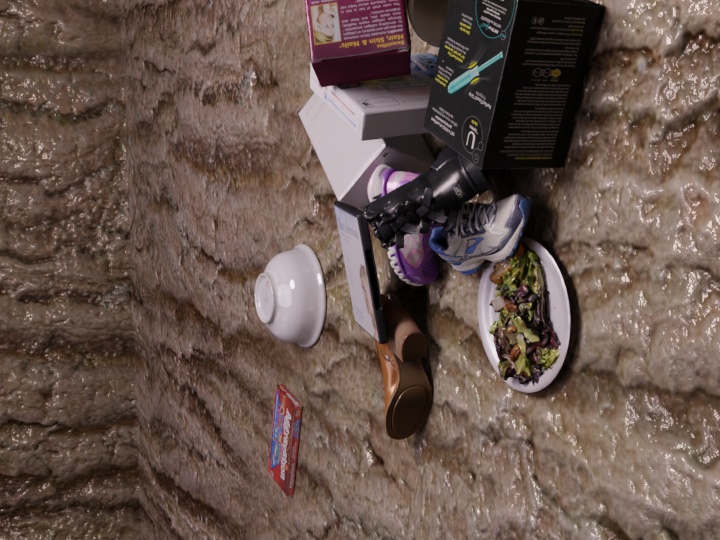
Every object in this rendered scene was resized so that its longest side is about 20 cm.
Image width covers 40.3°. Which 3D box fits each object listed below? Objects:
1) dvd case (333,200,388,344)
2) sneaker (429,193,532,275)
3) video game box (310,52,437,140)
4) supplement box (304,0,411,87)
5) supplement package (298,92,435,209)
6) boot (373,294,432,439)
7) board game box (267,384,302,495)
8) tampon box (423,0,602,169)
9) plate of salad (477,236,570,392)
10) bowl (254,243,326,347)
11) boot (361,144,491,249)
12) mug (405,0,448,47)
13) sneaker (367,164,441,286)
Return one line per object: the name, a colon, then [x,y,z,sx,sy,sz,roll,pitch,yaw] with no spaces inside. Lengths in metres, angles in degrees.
dvd case: [0.000,0.000,1.503,0.143,0.017,0.203,-144,42,-71]
sneaker: [0.150,-0.052,1.282,0.200,0.084,0.078,-40,26,60]
video game box: [0.052,-0.245,1.362,0.183,0.198,0.047,-126,35,-47]
supplement box: [-0.006,-0.356,1.275,0.103,0.129,0.203,60,-156,-81]
supplement package: [0.009,-0.200,1.504,0.120,0.120,0.201,-47,48,27]
boot: [0.049,0.148,1.551,0.155,0.076,0.203,-132,36,-60]
board game box: [-0.157,0.349,2.023,0.103,0.019,0.203,34,122,56]
tampon box: [0.180,-0.243,1.195,0.150,0.125,0.202,47,134,51]
plate of salad: [0.200,0.057,1.270,0.199,0.048,0.203,10,101,61]
bowl: [-0.147,0.052,1.899,0.200,0.089,0.204,13,105,61]
boot: [0.087,-0.105,1.292,0.074,0.161,0.199,57,-167,-15]
mug: [0.130,-0.410,1.290,0.186,0.149,0.154,-39,45,25]
sneaker: [0.082,-0.061,1.413,0.088,0.081,0.202,-1,128,31]
